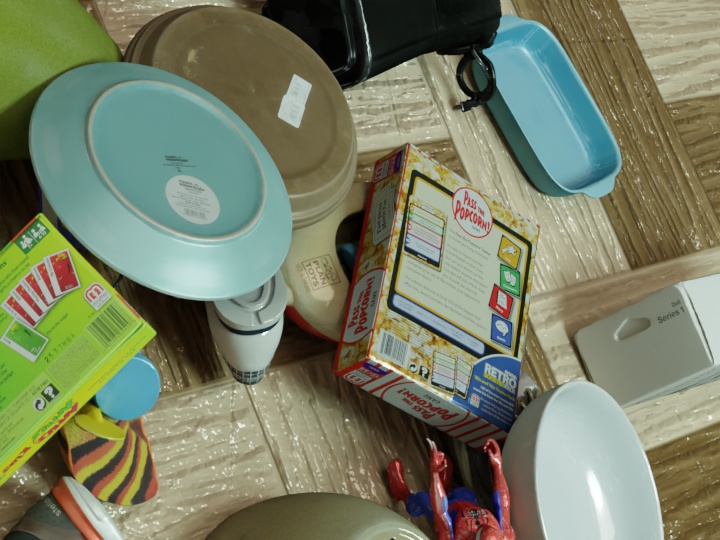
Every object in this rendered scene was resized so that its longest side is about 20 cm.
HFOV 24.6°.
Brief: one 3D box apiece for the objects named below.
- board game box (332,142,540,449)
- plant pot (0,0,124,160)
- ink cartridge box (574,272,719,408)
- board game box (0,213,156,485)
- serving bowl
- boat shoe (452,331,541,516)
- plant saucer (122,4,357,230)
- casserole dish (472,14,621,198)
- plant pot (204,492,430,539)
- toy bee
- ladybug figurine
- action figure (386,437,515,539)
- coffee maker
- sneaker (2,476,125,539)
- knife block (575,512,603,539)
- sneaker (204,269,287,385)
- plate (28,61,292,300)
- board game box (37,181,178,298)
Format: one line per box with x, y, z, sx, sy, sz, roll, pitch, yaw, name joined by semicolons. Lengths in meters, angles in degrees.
0.066;0.020;1.318;0.151;0.046;0.201;30;54;-27;board game box
-0.269;-0.151;1.171;0.200;0.186;0.188;18;55;-51;plant pot
0.320;0.057;1.532;0.199;0.146;0.085;-11;76;-41;ink cartridge box
-0.239;0.072;1.055;0.200;0.048;0.102;-44;81;-6;board game box
0.162;0.190;1.285;0.200;0.066;0.201;30;52;-47;serving bowl
0.115;0.106;1.373;0.075;0.073;0.201;62;24;-59;boat shoe
-0.084;-0.122;1.238;0.199;0.029;0.201;19;51;-24;plant saucer
0.176;-0.153;1.605;0.121;0.039;0.201;-25;83;-43;casserole dish
-0.009;0.242;1.178;0.199;0.134;0.201;19;56;-30;plant pot
-0.197;0.067;1.134;0.108;0.131;0.201;-6;88;-20;toy bee
0.000;0.000;1.357;0.199;0.072;0.136;-14;77;-43;ladybug figurine
0.068;0.154;1.230;0.065;0.200;0.100;-5;102;-13;action figure
0.028;-0.222;1.457;0.200;0.135;0.193;-27;86;-43;coffee maker
-0.170;0.240;1.111;0.082;0.077;0.201;-34;89;-17;sneaker
0.133;0.220;1.351;0.175;0.064;0.201;-7;72;-41;knife block
-0.099;-0.005;1.288;0.076;0.081;0.201;-4;45;-5;sneaker
-0.128;-0.069;1.122;0.199;0.026;0.201;23;44;-24;plate
-0.129;-0.070;1.263;0.134;0.045;0.200;26;42;23;board game box
